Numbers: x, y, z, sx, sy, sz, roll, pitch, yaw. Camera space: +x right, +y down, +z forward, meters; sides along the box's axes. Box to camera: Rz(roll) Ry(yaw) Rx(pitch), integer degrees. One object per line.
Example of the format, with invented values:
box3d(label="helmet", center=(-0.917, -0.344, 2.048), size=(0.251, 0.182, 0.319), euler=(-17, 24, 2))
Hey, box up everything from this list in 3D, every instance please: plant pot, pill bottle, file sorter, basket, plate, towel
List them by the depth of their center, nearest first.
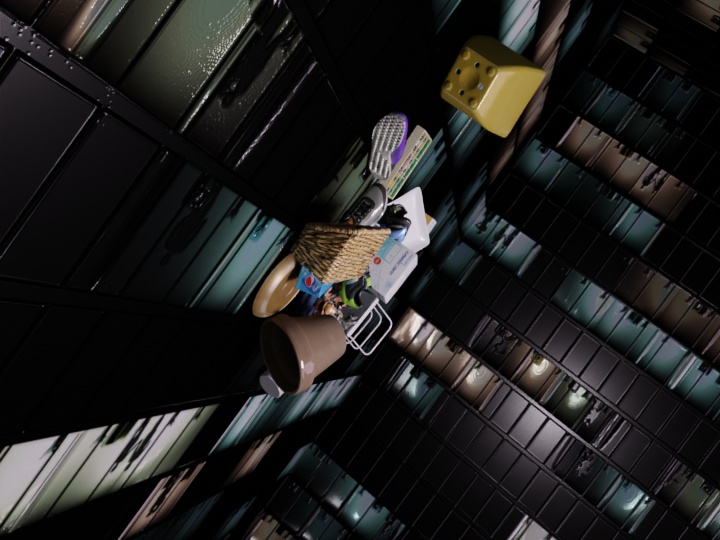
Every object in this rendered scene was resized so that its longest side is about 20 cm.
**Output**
box3d(label="basket", center=(-0.048, -0.075, 1.338), size=(0.150, 0.142, 0.199), euler=(-55, 161, 20))
box3d(label="plant pot", center=(-0.181, 0.037, 1.418), size=(0.200, 0.027, 0.201), euler=(-49, 165, -17))
box3d(label="plant pot", center=(-0.135, 0.191, 1.496), size=(0.173, 0.201, 0.202), euler=(-18, 147, -36))
box3d(label="plant pot", center=(0.313, -0.477, 1.499), size=(0.199, 0.195, 0.196), euler=(-14, 140, -55))
box3d(label="towel", center=(-0.145, 0.093, 1.634), size=(0.202, 0.048, 0.111), euler=(-60, 165, 23))
box3d(label="file sorter", center=(-0.026, 0.140, 1.755), size=(0.139, 0.199, 0.125), euler=(-48, 129, -15))
box3d(label="plate", center=(0.111, -0.125, 1.758), size=(0.198, 0.032, 0.202), euler=(-30, 124, -23))
box3d(label="pill bottle", center=(-0.206, 0.285, 1.765), size=(0.200, 0.111, 0.112), euler=(-41, 162, -40))

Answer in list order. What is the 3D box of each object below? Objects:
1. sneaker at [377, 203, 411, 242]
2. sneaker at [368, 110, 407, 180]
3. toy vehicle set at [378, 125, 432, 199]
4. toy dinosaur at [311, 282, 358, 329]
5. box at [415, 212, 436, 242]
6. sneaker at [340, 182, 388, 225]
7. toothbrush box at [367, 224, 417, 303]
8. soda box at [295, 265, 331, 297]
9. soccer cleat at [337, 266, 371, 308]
box3d(label="sneaker", center=(0.084, -0.142, 1.563), size=(0.083, 0.070, 0.200), euler=(-52, -149, 10))
box3d(label="sneaker", center=(0.075, -0.308, 1.365), size=(0.100, 0.069, 0.201), euler=(-53, 172, -30))
box3d(label="toy vehicle set", center=(0.121, -0.293, 1.619), size=(0.201, 0.026, 0.124), euler=(-56, 166, 10))
box3d(label="toy dinosaur", center=(-0.083, 0.099, 1.612), size=(0.198, 0.103, 0.136), euler=(-32, 143, 5))
box3d(label="box", center=(0.134, -0.114, 1.896), size=(0.201, 0.124, 0.097), euler=(-55, 166, 6))
box3d(label="sneaker", center=(0.000, -0.135, 1.514), size=(0.201, 0.074, 0.079), euler=(-55, 161, 7))
box3d(label="toothbrush box", center=(0.037, -0.032, 1.613), size=(0.147, 0.199, 0.085), euler=(-50, 166, -8))
box3d(label="soda box", center=(-0.092, -0.002, 1.441), size=(0.200, 0.063, 0.069), euler=(-51, 161, -71))
box3d(label="soccer cleat", center=(0.000, 0.000, 1.516), size=(0.067, 0.080, 0.203), euler=(-16, 126, -52))
